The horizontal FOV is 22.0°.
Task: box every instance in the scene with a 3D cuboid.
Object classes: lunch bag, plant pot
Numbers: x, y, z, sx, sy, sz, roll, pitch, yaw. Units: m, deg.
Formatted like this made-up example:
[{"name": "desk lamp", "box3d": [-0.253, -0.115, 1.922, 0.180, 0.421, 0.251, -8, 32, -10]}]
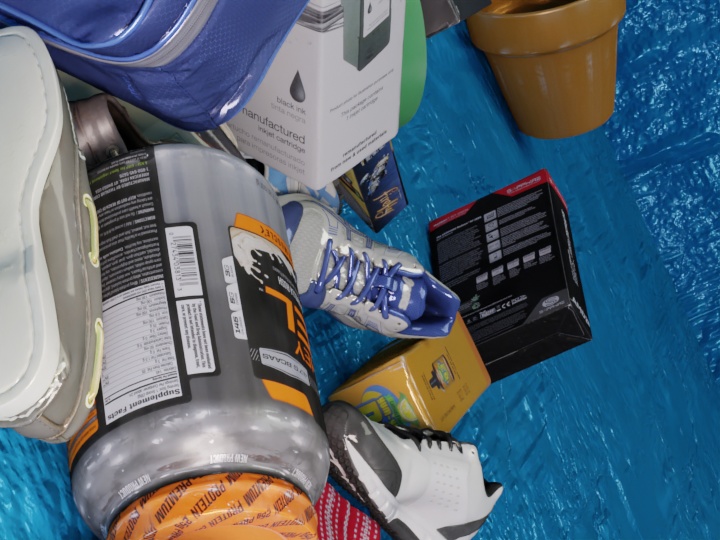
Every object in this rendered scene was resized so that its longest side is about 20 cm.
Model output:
[{"name": "lunch bag", "box3d": [-0.134, -0.174, 0.931, 0.199, 0.137, 0.132, 26, -7, 29]}, {"name": "plant pot", "box3d": [0.240, -0.272, 2.314, 0.201, 0.199, 0.184, -83, 161, -62]}]

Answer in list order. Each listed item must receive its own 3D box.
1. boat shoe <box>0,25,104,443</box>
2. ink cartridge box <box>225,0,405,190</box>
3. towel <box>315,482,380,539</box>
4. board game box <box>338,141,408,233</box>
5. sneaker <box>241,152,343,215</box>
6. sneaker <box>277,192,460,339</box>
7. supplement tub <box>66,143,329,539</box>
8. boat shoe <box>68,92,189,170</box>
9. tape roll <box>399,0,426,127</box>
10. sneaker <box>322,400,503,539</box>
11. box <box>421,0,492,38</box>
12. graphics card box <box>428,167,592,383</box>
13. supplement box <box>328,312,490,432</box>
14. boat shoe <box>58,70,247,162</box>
[{"name": "boat shoe", "box3d": [-0.154, -0.018, 0.847, 0.060, 0.072, 0.203, 46, 32, -54]}, {"name": "ink cartridge box", "box3d": [-0.052, -0.171, 1.062, 0.084, 0.145, 0.201, -37, 143, -38]}, {"name": "towel", "box3d": [-0.029, 0.165, 1.075, 0.200, 0.022, 0.145, 50, 23, -45]}, {"name": "board game box", "box3d": [-0.031, -0.111, 1.262, 0.136, 0.035, 0.200, 47, -6, 15]}, {"name": "sneaker", "box3d": [-0.064, -0.069, 1.248, 0.072, 0.072, 0.200, 42, -7, 23]}, {"name": "sneaker", "box3d": [0.000, 0.000, 1.235, 0.200, 0.088, 0.076, 19, 86, -59]}, {"name": "supplement tub", "box3d": [-0.082, 0.051, 0.883, 0.123, 0.122, 0.201, 45, 26, -52]}, {"name": "boat shoe", "box3d": [-0.110, -0.029, 0.994, 0.200, 0.073, 0.075, 41, 29, -56]}, {"name": "tape roll", "box3d": [-0.021, -0.195, 1.368, 0.201, 0.048, 0.202, 49, -31, 43]}, {"name": "sneaker", "box3d": [0.028, 0.123, 1.183, 0.074, 0.080, 0.200, 37, -7, 36]}, {"name": "box", "box3d": [0.024, -0.222, 1.587, 0.079, 0.140, 0.200, 64, 15, -6]}, {"name": "graphics card box", "box3d": [0.128, 0.007, 1.625, 0.051, 0.125, 0.201, 56, 18, -32]}, {"name": "supplement box", "box3d": [0.038, 0.084, 1.333, 0.067, 0.068, 0.200, 64, 14, -1]}, {"name": "boat shoe", "box3d": [-0.107, -0.068, 1.079, 0.200, 0.071, 0.063, 51, 18, -30]}]
